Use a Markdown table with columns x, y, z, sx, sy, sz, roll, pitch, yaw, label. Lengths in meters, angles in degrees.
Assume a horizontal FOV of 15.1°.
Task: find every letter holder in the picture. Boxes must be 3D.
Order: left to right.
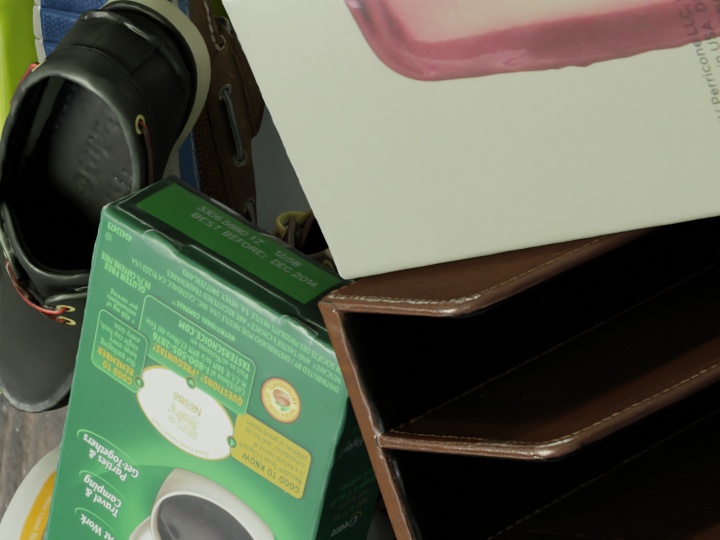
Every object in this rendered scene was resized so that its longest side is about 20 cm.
| x | y | z | sx | sy | sz | roll | pitch | yaw | label |
| --- | --- | --- | --- | --- | --- | --- | --- | --- | --- |
| 0.115 | 0.018 | 0.858 | 0.142 | 0.199 | 0.101 | -1 | 111 | 57 | letter holder |

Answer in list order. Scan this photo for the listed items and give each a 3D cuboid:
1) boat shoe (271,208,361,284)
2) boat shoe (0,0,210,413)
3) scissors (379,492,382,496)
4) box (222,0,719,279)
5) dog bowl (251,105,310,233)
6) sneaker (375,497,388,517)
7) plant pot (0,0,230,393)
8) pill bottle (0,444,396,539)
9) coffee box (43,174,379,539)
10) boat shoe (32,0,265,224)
| x | y | z | sx | sy | sz | roll | pitch | yaw | label |
| --- | --- | --- | --- | --- | --- | --- | --- | --- | --- |
| 0.000 | 0.000 | 1.005 | 0.199 | 0.072 | 0.060 | -14 | 100 | 54 | boat shoe |
| -0.114 | -0.015 | 1.039 | 0.073 | 0.063 | 0.202 | 32 | 133 | 10 | boat shoe |
| 0.020 | 0.087 | 1.108 | 0.073 | 0.199 | 0.014 | 137 | 151 | -72 | scissors |
| 0.079 | -0.088 | 0.835 | 0.199 | 0.128 | 0.110 | -9 | 118 | 29 | box |
| 0.032 | -0.025 | 1.085 | 0.200 | 0.078 | 0.201 | 34 | 135 | 43 | dog bowl |
| -0.035 | 0.096 | 1.283 | 0.085 | 0.077 | 0.202 | 5 | 102 | 62 | sneaker |
| -0.131 | -0.093 | 1.201 | 0.199 | 0.181 | 0.201 | 37 | 137 | 42 | plant pot |
| -0.047 | 0.144 | 1.131 | 0.199 | 0.116 | 0.117 | 12 | 122 | 24 | pill bottle |
| -0.054 | 0.078 | 1.005 | 0.123 | 0.044 | 0.201 | 30 | 126 | 26 | coffee box |
| -0.078 | -0.070 | 1.074 | 0.072 | 0.072 | 0.201 | 19 | 125 | 31 | boat shoe |
